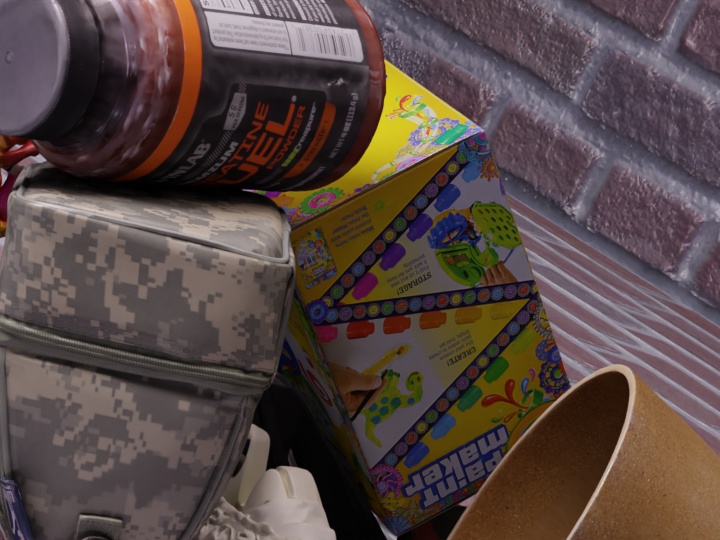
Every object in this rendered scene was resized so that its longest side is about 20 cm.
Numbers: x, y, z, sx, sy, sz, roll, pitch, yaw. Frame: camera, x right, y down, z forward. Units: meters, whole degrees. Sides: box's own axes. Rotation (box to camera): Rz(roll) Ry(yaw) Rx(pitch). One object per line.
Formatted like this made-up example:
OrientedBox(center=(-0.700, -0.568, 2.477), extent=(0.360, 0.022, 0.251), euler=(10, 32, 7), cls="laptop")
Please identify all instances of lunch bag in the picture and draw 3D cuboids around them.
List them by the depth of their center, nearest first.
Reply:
OrientedBox(center=(-0.111, 0.046, 1.381), extent=(0.139, 0.168, 0.200), euler=(10, 8, -6), cls="lunch bag")

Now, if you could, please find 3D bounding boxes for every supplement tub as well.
OrientedBox(center=(-0.088, -0.091, 1.391), extent=(0.200, 0.107, 0.107), euler=(1, 25, -48), cls="supplement tub")

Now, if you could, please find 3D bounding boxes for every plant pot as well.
OrientedBox(center=(0.151, 0.178, 1.457), extent=(0.200, 0.187, 0.186), euler=(36, 6, -11), cls="plant pot")

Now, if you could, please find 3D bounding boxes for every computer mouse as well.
OrientedBox(center=(-0.058, 0.080, 1.602), extent=(0.200, 0.046, 0.140), euler=(61, -12, -19), cls="computer mouse")

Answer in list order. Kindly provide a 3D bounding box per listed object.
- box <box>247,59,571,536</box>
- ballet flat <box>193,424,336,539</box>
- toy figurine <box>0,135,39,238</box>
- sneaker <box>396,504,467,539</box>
OrientedBox(center=(0.000, 0.000, 1.600), extent=(0.200, 0.122, 0.193), euler=(42, -24, 57), cls="box")
OrientedBox(center=(-0.058, 0.115, 1.498), extent=(0.072, 0.072, 0.200), euler=(21, 11, -42), cls="ballet flat")
OrientedBox(center=(-0.190, -0.085, 1.458), extent=(0.150, 0.184, 0.200), euler=(41, 6, 34), cls="toy figurine")
OrientedBox(center=(0.116, 0.168, 1.583), extent=(0.200, 0.098, 0.071), euler=(29, 48, 7), cls="sneaker")
